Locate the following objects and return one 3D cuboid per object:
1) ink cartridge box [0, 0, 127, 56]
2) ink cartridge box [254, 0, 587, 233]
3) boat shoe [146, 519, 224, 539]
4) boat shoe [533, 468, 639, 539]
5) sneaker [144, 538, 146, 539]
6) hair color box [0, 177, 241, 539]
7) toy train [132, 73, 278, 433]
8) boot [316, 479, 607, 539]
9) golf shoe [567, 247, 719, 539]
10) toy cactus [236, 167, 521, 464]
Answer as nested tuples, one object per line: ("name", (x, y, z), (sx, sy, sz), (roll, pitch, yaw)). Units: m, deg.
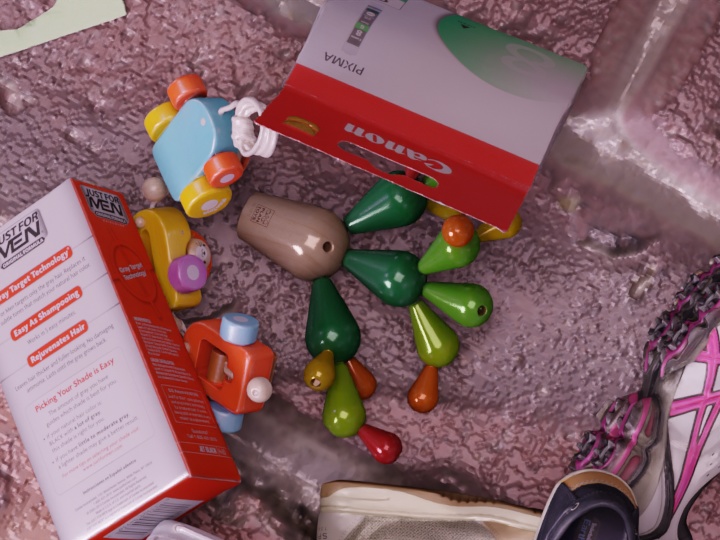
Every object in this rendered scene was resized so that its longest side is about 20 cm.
("ink cartridge box", (-0.243, -0.236, 1.633), (0.144, 0.048, 0.201), (-18, 80, 0))
("ink cartridge box", (0.039, -0.104, 1.530), (0.160, 0.200, 0.050), (23, 112, 5))
("boat shoe", (-0.037, 0.199, 1.506), (0.199, 0.072, 0.069), (17, 52, 7))
("boat shoe", (0.114, 0.213, 1.487), (0.074, 0.062, 0.202), (15, 93, -5))
("sneaker", (-0.112, 0.244, 1.567), (0.078, 0.066, 0.202), (8, 74, -27))
("hair color box", (-0.157, 0.058, 1.549), (0.101, 0.061, 0.201), (-32, 69, 22))
("toy train", (-0.079, -0.015, 1.561), (0.150, 0.055, 0.202), (24, 112, 45))
("boot", (0.063, 0.212, 1.551), (0.198, 0.072, 0.156), (8, 83, 9))
("golf shoe", (0.209, 0.071, 1.567), (0.092, 0.073, 0.201), (33, 91, -13))
("toy cactus", (0.000, 0.000, 1.577), (0.164, 0.102, 0.201), (23, 93, 15))
